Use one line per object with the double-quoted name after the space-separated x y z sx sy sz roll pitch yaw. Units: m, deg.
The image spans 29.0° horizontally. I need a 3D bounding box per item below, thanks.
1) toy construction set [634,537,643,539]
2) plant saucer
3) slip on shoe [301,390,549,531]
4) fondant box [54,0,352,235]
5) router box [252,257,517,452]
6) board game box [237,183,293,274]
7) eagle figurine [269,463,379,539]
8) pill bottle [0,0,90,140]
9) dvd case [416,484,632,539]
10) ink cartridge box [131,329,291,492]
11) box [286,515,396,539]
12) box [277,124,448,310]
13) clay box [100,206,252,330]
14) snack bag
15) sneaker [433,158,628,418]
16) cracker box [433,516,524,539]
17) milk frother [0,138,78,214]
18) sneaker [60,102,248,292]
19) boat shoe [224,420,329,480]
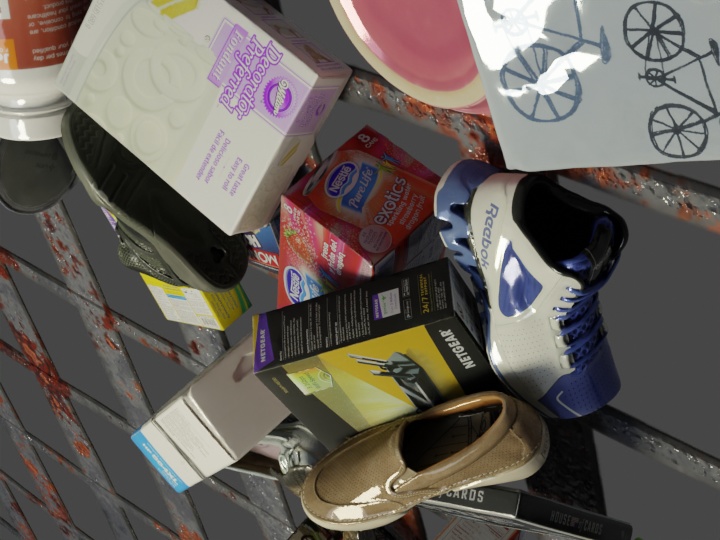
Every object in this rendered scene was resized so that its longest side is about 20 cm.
0.219 0.284 1.094 0.092 0.131 0.201 39 150 17 "toy construction set"
0.043 -0.178 0.866 0.200 0.051 0.202 36 149 25 "plant saucer"
0.036 0.134 1.003 0.198 0.077 0.061 -16 143 26 "slip on shoe"
-0.123 -0.146 1.057 0.199 0.058 0.145 39 114 16 "fondant box"
0.031 0.081 1.047 0.155 0.053 0.200 -17 143 18 "router box"
-0.123 -0.073 1.219 0.199 0.062 0.202 21 142 41 "board game box"
-0.005 0.222 1.328 0.149 0.153 0.201 23 131 -15 "eagle figurine"
-0.280 -0.217 1.159 0.111 0.111 0.203 21 124 41 "pill bottle"
0.107 0.186 1.100 0.149 0.025 0.199 4 167 36 "dvd case"
-0.130 0.132 1.389 0.085 0.146 0.200 50 152 -3 "ink cartridge box"
0.013 0.327 1.427 0.200 0.136 0.038 43 119 4 "box"
0.000 0.000 1.092 0.095 0.100 0.201 38 150 21 "box"
-0.195 -0.039 1.377 0.114 0.047 0.202 7 130 52 "clay box"
0.145 -0.139 0.756 0.198 0.021 0.190 1 127 32 "snack bag"
0.133 0.015 0.942 0.115 0.080 0.201 1 125 57 "sneaker"
0.065 0.309 1.270 0.057 0.200 0.135 36 149 23 "cracker box"
-0.419 -0.108 1.428 0.187 0.179 0.203 27 103 35 "milk frother"
-0.191 -0.056 1.173 0.200 0.077 0.114 46 152 -26 "sneaker"
-0.084 0.200 1.490 0.200 0.065 0.075 12 136 45 "boat shoe"
